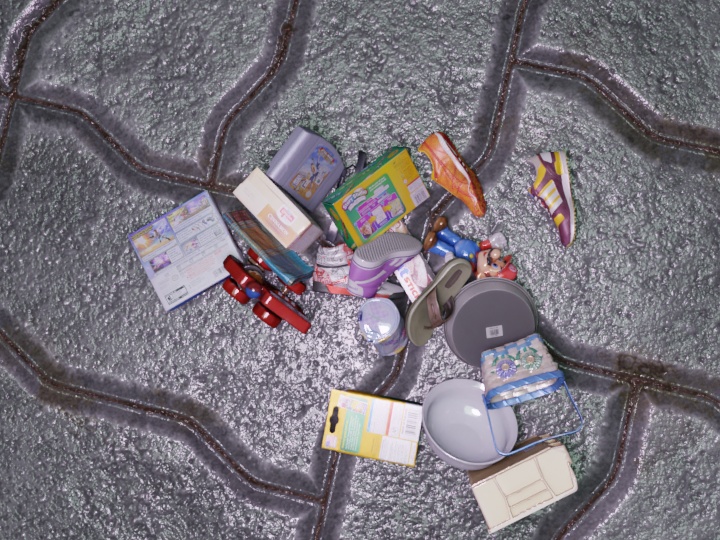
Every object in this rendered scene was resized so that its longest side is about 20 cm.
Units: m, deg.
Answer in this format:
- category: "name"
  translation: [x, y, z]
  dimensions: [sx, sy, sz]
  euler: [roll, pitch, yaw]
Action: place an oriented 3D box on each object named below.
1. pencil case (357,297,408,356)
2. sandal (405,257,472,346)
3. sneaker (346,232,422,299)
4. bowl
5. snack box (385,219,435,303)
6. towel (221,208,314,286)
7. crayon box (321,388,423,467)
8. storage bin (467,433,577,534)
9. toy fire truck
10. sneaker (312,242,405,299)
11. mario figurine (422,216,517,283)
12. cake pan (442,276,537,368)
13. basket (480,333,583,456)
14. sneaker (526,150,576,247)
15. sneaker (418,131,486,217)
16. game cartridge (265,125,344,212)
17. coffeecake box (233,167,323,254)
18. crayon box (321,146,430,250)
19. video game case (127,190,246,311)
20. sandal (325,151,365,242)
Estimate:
- category: "pencil case"
  translation: [0.048, 0.115, 1.652]
  dimensions: [0.082, 0.200, 0.092]
  euler: [0, 77, 9]
- category: "sandal"
  translation: [0.156, 0.066, 1.636]
  dimensions: [0.079, 0.057, 0.203]
  euler: [20, 109, -36]
- category: "sneaker"
  translation: [0.042, -0.007, 1.674]
  dimensions: [0.072, 0.199, 0.116]
  euler: [37, 127, 31]
- category: "bowl"
  translation: [0.210, 0.325, 1.664]
  dimensions: [0.197, 0.091, 0.203]
  euler: [7, 45, -7]
- category: "snack box"
  translation: [0.100, -0.015, 1.741]
  dimensions: [0.071, 0.024, 0.202]
  euler: [-31, 86, 2]
- category: "towel"
  translation: [-0.186, -0.053, 1.705]
  dimensions: [0.200, 0.147, 0.022]
  euler: [46, 107, 6]
- category: "crayon box"
  translation: [0.027, 0.323, 1.717]
  dimensions: [0.196, 0.052, 0.128]
  euler: [10, 88, 4]
- category: "storage bin"
  translation: [0.313, 0.407, 1.619]
  dimensions: [0.196, 0.200, 0.095]
  euler: [-26, 84, 2]
- category: "toy fire truck"
  translation: [-0.190, 0.043, 1.674]
  dimensions: [0.199, 0.168, 0.113]
  euler: [39, 90, -19]
- category: "sneaker"
  translation: [-0.001, 0.000, 1.726]
  dimensions: [0.198, 0.067, 0.110]
  euler: [6, 90, 7]
- category: "mario figurine"
  translation: [0.235, -0.043, 1.693]
  dimensions: [0.198, 0.106, 0.125]
  euler: [29, 88, 7]
- category: "cake pan"
  translation: [0.267, 0.114, 1.679]
  dimensions: [0.196, 0.037, 0.204]
  euler: [-1, 110, -3]
- category: "basket"
  translation: [0.316, 0.240, 1.602]
  dimensions: [0.174, 0.139, 0.203]
  euler: [-19, 71, 1]
- category: "sneaker"
  translation: [0.393, -0.144, 1.707]
  dimensions: [0.089, 0.075, 0.204]
  euler: [-8, 80, 12]
- category: "sneaker"
  translation: [0.195, -0.193, 1.731]
  dimensions: [0.077, 0.073, 0.202]
  euler: [-36, 81, 24]
- category: "game cartridge"
  translation: [-0.105, -0.208, 1.680]
  dimensions: [0.041, 0.200, 0.134]
  euler: [42, 92, 27]
- category: "coffeecake box"
  translation: [-0.162, -0.117, 1.677]
  dimensions: [0.073, 0.200, 0.154]
  euler: [-44, 85, 2]
- category: "crayon box"
  translation: [0.033, -0.147, 1.688]
  dimensions: [0.199, 0.058, 0.120]
  euler: [-38, 115, -14]
- category: "video game case"
  translation: [-0.367, -0.041, 1.766]
  dimensions: [0.198, 0.045, 0.183]
  euler: [-29, 87, 2]
- category: "sandal"
  translation: [-0.037, -0.159, 1.730]
  dimensions: [0.042, 0.076, 0.203]
  euler: [22, 89, -2]
